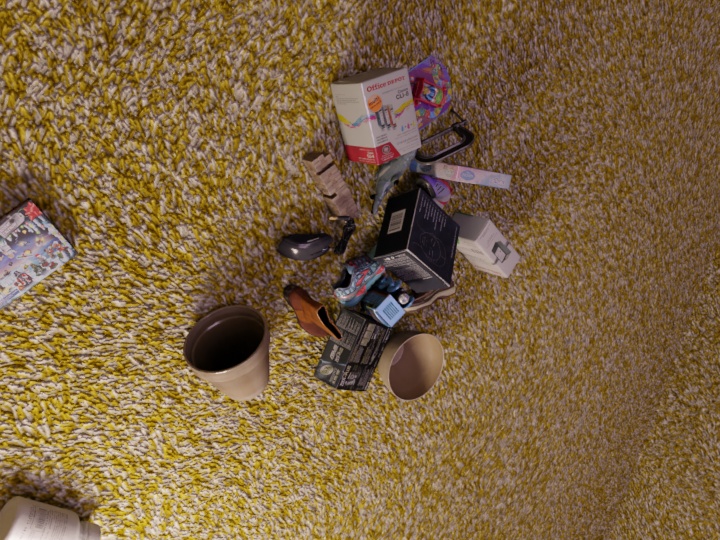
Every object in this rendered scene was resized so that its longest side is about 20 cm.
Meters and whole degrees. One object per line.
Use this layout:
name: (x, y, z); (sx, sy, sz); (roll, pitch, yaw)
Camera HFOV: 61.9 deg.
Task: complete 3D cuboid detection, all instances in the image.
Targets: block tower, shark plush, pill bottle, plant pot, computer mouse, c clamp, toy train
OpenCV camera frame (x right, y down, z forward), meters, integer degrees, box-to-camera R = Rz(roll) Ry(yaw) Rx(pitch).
block tower: (-0.070, -0.207, 1.513); (0.054, 0.058, 0.201); (-40, 124, -17)
shark plush: (0.073, -0.245, 1.582); (0.200, 0.083, 0.091); (-52, 126, -10)
pill bottle: (-0.676, 0.572, 1.299); (0.200, 0.114, 0.115); (37, 82, -36)
plant pot: (0.123, 0.257, 1.738); (0.199, 0.134, 0.202); (-11, 110, -32)
computer mouse: (-0.099, -0.077, 1.499); (0.199, 0.046, 0.141); (-2, 138, -33)
c clamp: (0.219, -0.353, 1.625); (0.199, 0.171, 0.027); (-30, 136, -10)
plant pot: (-0.294, 0.211, 1.423); (0.200, 0.200, 0.174); (-35, 138, -21)
toy train: (0.061, 0.079, 1.604); (0.114, 0.200, 0.087); (-44, 109, -11)

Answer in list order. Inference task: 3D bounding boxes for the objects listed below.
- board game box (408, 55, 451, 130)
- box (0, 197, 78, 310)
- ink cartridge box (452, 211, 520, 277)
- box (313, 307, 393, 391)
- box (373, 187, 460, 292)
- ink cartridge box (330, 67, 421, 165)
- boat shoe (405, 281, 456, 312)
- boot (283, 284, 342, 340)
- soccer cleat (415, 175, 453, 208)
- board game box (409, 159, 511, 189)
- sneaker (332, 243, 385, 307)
board game box: (0.182, -0.473, 1.613); (0.200, 0.039, 0.159); (-38, 122, -19)
box: (-0.677, -0.026, 1.161); (0.200, 0.040, 0.137); (-42, 122, -17)
ink cartridge box: (0.363, -0.077, 1.795); (0.200, 0.146, 0.084); (41, 79, -36)
box: (-0.017, 0.219, 1.631); (0.164, 0.086, 0.201); (21, 93, -58)
box: (0.157, -0.078, 1.624); (0.196, 0.124, 0.201); (36, 55, -35)
ink cartridge box: (0.039, -0.384, 1.478); (0.145, 0.144, 0.201); (-27, 117, -25)
boat shoe: (0.193, 0.060, 1.774); (0.202, 0.075, 0.075); (-21, 102, -34)
boot: (-0.095, 0.126, 1.507); (0.068, 0.200, 0.189); (-37, 122, -20)
soccer cleat: (0.206, -0.230, 1.646); (0.073, 0.068, 0.200); (-49, 156, 4)
board game box: (0.271, -0.266, 1.640); (0.199, 0.199, 0.044); (3, 103, -34)
sneaker: (0.000, 0.000, 1.611); (0.095, 0.079, 0.201); (40, 80, -34)
